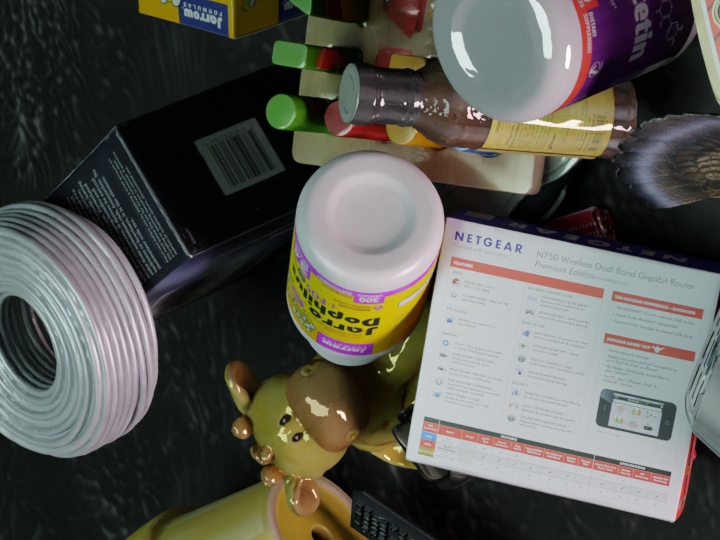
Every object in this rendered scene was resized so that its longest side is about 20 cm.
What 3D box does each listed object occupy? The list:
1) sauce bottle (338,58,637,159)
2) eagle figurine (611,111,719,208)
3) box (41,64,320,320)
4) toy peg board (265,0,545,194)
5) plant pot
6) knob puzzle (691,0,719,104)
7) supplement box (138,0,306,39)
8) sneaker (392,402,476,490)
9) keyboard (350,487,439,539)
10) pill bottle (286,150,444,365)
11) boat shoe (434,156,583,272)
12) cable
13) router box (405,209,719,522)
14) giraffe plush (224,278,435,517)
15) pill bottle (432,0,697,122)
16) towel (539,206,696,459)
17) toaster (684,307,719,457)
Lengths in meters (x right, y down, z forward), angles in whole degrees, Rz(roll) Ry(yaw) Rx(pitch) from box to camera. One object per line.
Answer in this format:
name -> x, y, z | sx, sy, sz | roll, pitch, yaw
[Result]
sauce bottle -> 0.085, -0.111, 1.538 | 0.065, 0.199, 0.065 | -177, 90, -69
eagle figurine -> 0.274, -0.052, 1.427 | 0.200, 0.151, 0.152 | 45, 170, 36
box -> -0.141, -0.048, 1.834 | 0.198, 0.200, 0.124 | -36, 82, 47
toy peg board -> 0.030, -0.165, 1.618 | 0.198, 0.098, 0.201 | 10, 95, 30
plant pot -> -0.089, 0.269, 1.945 | 0.189, 0.201, 0.201 | -38, 80, 30
knob puzzle -> 0.265, -0.167, 1.322 | 0.219, 0.030, 0.221 | 7, 102, 33
supplement box -> -0.100, -0.292, 1.749 | 0.109, 0.109, 0.201 | 19, 121, 38
sneaker -> 0.097, 0.094, 1.700 | 0.076, 0.114, 0.200 | 50, 135, 18
keyboard -> 0.068, 0.256, 1.845 | 0.200, 0.040, 0.104 | 34, 158, 18
pill bottle -> 0.000, 0.000, 1.663 | 0.104, 0.104, 0.200 | 50, 162, 16
boat shoe -> 0.119, -0.076, 1.667 | 0.200, 0.060, 0.076 | -45, 69, 31
cable -> -0.243, 0.045, 1.779 | 0.200, 0.069, 0.201 | 34, 131, 28
router box -> 0.145, 0.065, 1.623 | 0.199, 0.049, 0.180 | 13, 101, 13
giraffe plush -> -0.020, 0.096, 1.804 | 0.172, 0.162, 0.201 | 42, 132, 23
pill bottle -> 0.146, -0.172, 1.494 | 0.112, 0.200, 0.113 | 20, 122, 37
towel -> 0.164, 0.060, 1.712 | 0.144, 0.022, 0.201 | -18, 93, 49
toaster -> 0.301, 0.064, 1.511 | 0.129, 0.113, 0.201 | 37, 124, 30
